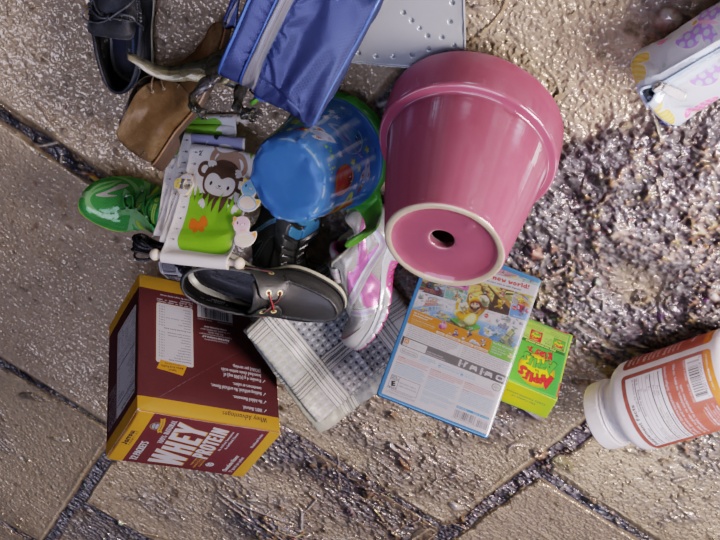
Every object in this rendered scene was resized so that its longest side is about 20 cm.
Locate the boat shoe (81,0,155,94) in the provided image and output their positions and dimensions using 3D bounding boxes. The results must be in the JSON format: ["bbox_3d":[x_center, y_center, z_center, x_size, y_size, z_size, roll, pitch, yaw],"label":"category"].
[{"bbox_3d":[-0.270,-0.286,1.278,0.073,0.063,0.202,15,134,12],"label":"boat shoe"}]

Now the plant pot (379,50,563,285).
[{"bbox_3d":[0.104,-0.093,1.197,0.197,0.181,0.201,11,144,8],"label":"plant pot"}]

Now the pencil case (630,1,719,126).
[{"bbox_3d":[0.348,-0.215,1.065,0.199,0.090,0.084,-31,75,38],"label":"pencil case"}]

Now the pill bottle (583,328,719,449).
[{"bbox_3d":[0.373,0.150,1.378,0.198,0.113,0.112,-25,118,38],"label":"pill bottle"}]

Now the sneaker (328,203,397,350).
[{"bbox_3d":[0.000,0.000,1.388,0.087,0.082,0.203,13,111,-3],"label":"sneaker"}]

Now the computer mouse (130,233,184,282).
[{"bbox_3d":[-0.227,-0.011,1.483,0.108,0.045,0.200,6,169,0],"label":"computer mouse"}]

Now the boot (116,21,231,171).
[{"bbox_3d":[-0.211,-0.205,1.293,0.075,0.074,0.201,28,119,-17],"label":"boot"}]

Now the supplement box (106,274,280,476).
[{"bbox_3d":[-0.222,0.142,1.512,0.194,0.203,0.133,13,141,-25],"label":"supplement box"}]

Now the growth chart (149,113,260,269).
[{"bbox_3d":[-0.182,-0.096,1.348,0.142,0.204,0.018,-3,163,20],"label":"growth chart"}]

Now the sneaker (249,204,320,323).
[{"bbox_3d":[-0.105,-0.016,1.440,0.082,0.072,0.202,44,130,34],"label":"sneaker"}]

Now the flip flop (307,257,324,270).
[{"bbox_3d":[-0.047,0.068,1.512,0.080,0.058,0.202,-4,123,25],"label":"flip flop"}]

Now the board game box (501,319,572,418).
[{"bbox_3d":[0.155,0.096,1.423,0.197,0.102,0.048,21,143,3],"label":"board game box"}]

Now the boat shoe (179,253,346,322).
[{"bbox_3d":[-0.116,0.028,1.357,0.198,0.063,0.075,15,122,0],"label":"boat shoe"}]

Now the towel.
[{"bbox_3d":[-0.025,0.090,1.464,0.192,0.035,0.201,-38,120,-6],"label":"towel"}]

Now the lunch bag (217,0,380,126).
[{"bbox_3d":[-0.058,-0.251,1.117,0.131,0.136,0.201,30,121,-4],"label":"lunch bag"}]

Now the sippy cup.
[{"bbox_3d":[-0.052,-0.117,1.267,0.176,0.130,0.141,25,119,17],"label":"sippy cup"}]

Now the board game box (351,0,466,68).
[{"bbox_3d":[0.012,-0.303,1.168,0.197,0.026,0.202,8,134,16],"label":"board game box"}]

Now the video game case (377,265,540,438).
[{"bbox_3d":[0.119,0.080,1.373,0.141,0.203,0.018,20,169,3],"label":"video game case"}]

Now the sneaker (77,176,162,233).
[{"bbox_3d":[-0.259,-0.080,1.442,0.196,0.075,0.084,11,171,2],"label":"sneaker"}]

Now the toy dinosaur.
[{"bbox_3d":[-0.148,-0.204,1.221,0.196,0.090,0.048,-8,159,1],"label":"toy dinosaur"}]
